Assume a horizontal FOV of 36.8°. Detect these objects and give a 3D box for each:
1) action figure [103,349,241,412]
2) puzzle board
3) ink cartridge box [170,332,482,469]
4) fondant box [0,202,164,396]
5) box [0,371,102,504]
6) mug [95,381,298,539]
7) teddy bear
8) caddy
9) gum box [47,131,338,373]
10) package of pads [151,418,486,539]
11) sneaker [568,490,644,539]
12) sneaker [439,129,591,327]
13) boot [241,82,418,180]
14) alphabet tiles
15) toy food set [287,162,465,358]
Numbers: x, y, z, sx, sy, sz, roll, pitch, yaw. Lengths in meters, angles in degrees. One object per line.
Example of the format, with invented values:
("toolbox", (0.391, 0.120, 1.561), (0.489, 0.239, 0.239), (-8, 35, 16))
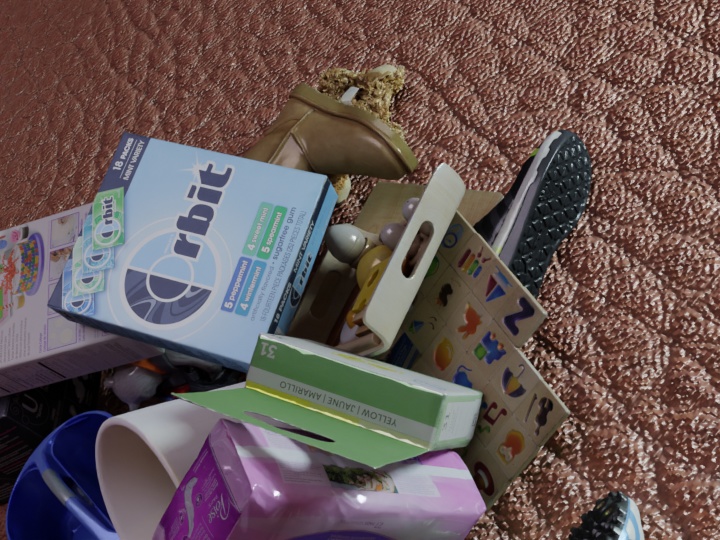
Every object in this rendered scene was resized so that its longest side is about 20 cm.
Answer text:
("action figure", (-0.188, 0.048, 1.048), (0.199, 0.105, 0.194), (0, 48, 39))
("puzzle board", (0.028, 0.010, 0.959), (0.150, 0.017, 0.201), (10, 64, 43))
("ink cartridge box", (-0.013, 0.082, 0.722), (0.145, 0.200, 0.048), (16, 89, 21))
("fondant box", (-0.282, 0.025, 1.001), (0.199, 0.058, 0.145), (-14, 62, 15))
("box", (-0.382, 0.154, 1.110), (0.199, 0.115, 0.133), (-24, 44, 23))
("mug", (-0.094, 0.172, 0.833), (0.153, 0.187, 0.149), (-22, 1, -37))
("teddy bear", (-0.018, -0.135, 1.093), (0.144, 0.067, 0.201), (-10, 47, 15))
("caddy", (-0.231, 0.207, 0.940), (0.142, 0.105, 0.200), (-53, 41, -9))
("gum box", (-0.140, -0.017, 0.911), (0.199, 0.045, 0.171), (14, 72, 18))
("package of pads", (-0.027, 0.169, 0.709), (0.121, 0.199, 0.076), (-58, 41, 23))
("sneaker", (0.152, 0.223, 0.644), (0.072, 0.072, 0.200), (-47, 18, 40))
("sneaker", (0.114, -0.033, 0.877), (0.083, 0.072, 0.200), (13, 66, 44))
("boot", (-0.063, -0.060, 0.973), (0.200, 0.066, 0.175), (-51, 45, -8))
("alphabet tiles", (0.073, 0.075, 0.818), (0.167, 0.008, 0.200), (-54, 45, 19))
("toy food set", (0.000, 0.000, 0.881), (0.144, 0.060, 0.200), (-63, 14, -21))
